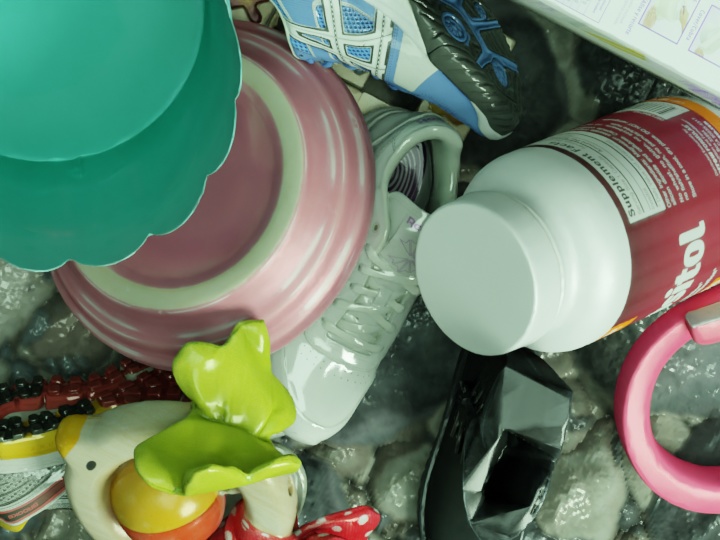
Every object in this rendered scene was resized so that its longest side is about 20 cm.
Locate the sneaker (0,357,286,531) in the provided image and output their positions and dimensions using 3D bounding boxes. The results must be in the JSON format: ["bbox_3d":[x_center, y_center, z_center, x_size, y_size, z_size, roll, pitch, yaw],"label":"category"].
[{"bbox_3d":[-0.128,0.096,1.654,0.199,0.078,0.082,-11,120,-4],"label":"sneaker"}]

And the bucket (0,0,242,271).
[{"bbox_3d":[-0.159,-0.117,1.492,0.206,0.135,0.208,-3,112,-6],"label":"bucket"}]

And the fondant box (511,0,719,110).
[{"bbox_3d":[0.173,-0.137,1.605,0.199,0.144,0.058,26,94,-7],"label":"fondant box"}]

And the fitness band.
[{"bbox_3d":[0.245,0.068,1.670,0.199,0.037,0.144,-13,122,-3],"label":"fitness band"}]

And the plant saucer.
[{"bbox_3d":[-0.092,-0.046,1.594,0.200,0.051,0.201,-5,75,20],"label":"plant saucer"}]

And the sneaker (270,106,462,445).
[{"bbox_3d":[0.000,0.000,1.607,0.075,0.100,0.201,22,83,-24],"label":"sneaker"}]

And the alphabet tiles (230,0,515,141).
[{"bbox_3d":[-0.028,-0.082,1.664,0.167,0.008,0.201,27,94,-8],"label":"alphabet tiles"}]

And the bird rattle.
[{"bbox_3d":[-0.079,0.121,1.590,0.162,0.113,0.200,-3,142,19],"label":"bird rattle"}]

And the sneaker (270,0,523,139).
[{"bbox_3d":[0.007,-0.140,1.586,0.200,0.076,0.077,41,120,-12],"label":"sneaker"}]

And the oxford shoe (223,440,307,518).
[{"bbox_3d":[-0.111,0.175,1.665,0.200,0.058,0.075,-38,97,-1],"label":"oxford shoe"}]

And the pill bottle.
[{"bbox_3d":[0.125,-0.021,1.583,0.200,0.113,0.113,-22,101,-44],"label":"pill bottle"}]

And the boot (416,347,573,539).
[{"bbox_3d":[0.076,0.121,1.600,0.065,0.200,0.166,4,97,-5],"label":"boot"}]
